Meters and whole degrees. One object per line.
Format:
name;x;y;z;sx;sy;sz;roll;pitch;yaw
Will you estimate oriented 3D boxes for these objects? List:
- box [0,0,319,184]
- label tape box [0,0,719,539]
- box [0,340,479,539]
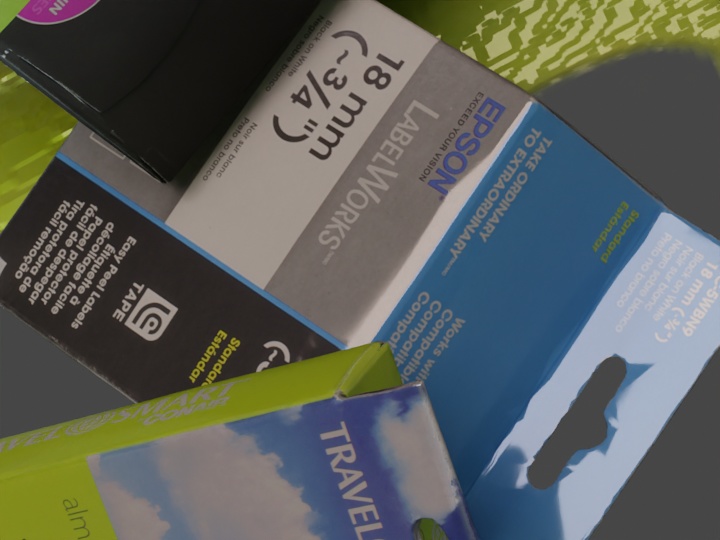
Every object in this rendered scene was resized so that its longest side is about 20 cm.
box;-0.098;-0.152;0.885;0.149;0.124;0.200;-50;50;2
label tape box;0.000;0.000;0.885;0.200;0.063;0.144;33;87;29
box;-0.046;0.097;0.832;0.199;0.048;0.122;-15;105;24
